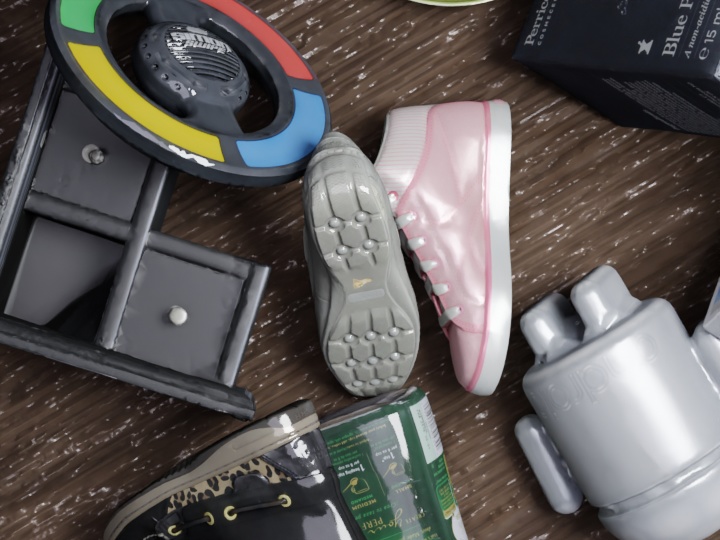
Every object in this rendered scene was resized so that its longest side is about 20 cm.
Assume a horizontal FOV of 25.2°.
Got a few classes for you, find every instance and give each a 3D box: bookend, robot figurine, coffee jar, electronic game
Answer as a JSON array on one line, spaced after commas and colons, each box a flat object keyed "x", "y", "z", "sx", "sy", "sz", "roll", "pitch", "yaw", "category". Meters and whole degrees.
[{"x": -0.136, "y": -0.025, "z": 1.061, "sx": 0.199, "sy": 0.092, "sz": 0.200, "roll": 18, "pitch": 87, "yaw": -2, "category": "bookend"}, {"x": 0.183, "y": 0.098, "z": 1.057, "sx": 0.169, "sy": 0.113, "sz": 0.200, "roll": -32, "pitch": 89, "yaw": 28, "category": "robot figurine"}, {"x": 0.027, "y": 0.185, "z": 1.059, "sx": 0.104, "sy": 0.085, "sz": 0.201, "roll": -20, "pitch": 90, "yaw": 11, "category": "coffee jar"}, {"x": -0.107, "y": -0.128, "z": 1.029, "sx": 0.200, "sy": 0.200, "sz": 0.042, "roll": 35, "pitch": 125, "yaw": -1, "category": "electronic game"}]

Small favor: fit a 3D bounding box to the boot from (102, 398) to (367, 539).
[{"x": -0.069, "y": 0.184, "z": 1.022, "sx": 0.200, "sy": 0.073, "sz": 0.151, "roll": -35, "pitch": 84, "yaw": 33, "category": "boot"}]

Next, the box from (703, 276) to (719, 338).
[{"x": 0.312, "y": -0.037, "z": 1.025, "sx": 0.101, "sy": 0.113, "sz": 0.200, "roll": 30, "pitch": 55, "yaw": -2, "category": "box"}]

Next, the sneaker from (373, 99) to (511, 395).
[{"x": 0.047, "y": -0.017, "z": 1.075, "sx": 0.104, "sy": 0.075, "sz": 0.201, "roll": 2, "pitch": 80, "yaw": -6, "category": "sneaker"}]

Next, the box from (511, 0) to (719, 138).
[{"x": 0.225, "y": -0.193, "z": 1.014, "sx": 0.117, "sy": 0.200, "sz": 0.197, "roll": 24, "pitch": 86, "yaw": -32, "category": "box"}]

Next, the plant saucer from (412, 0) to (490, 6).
[{"x": 0.060, "y": -0.279, "z": 1.108, "sx": 0.199, "sy": 0.031, "sz": 0.201, "roll": 0, "pitch": 89, "yaw": -2, "category": "plant saucer"}]

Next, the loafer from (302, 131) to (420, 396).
[{"x": 0.000, "y": 0.000, "z": 1.043, "sx": 0.070, "sy": 0.070, "sz": 0.201, "roll": -6, "pitch": 132, "yaw": 0, "category": "loafer"}]
